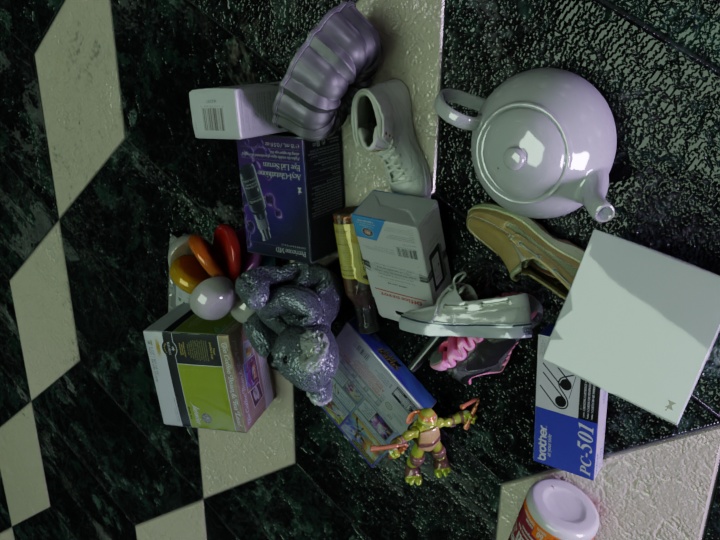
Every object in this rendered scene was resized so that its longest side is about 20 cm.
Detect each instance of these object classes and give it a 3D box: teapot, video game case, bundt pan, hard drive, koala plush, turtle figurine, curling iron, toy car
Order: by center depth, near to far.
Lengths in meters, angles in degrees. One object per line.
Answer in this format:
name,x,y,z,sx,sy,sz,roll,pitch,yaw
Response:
teapot,0.209,-0.153,0.842,0.197,0.145,0.202,-10,101,39
bundt pan,-0.037,-0.268,0.959,0.075,0.202,0.204,34,125,4
curling iron,0.130,0.069,1.015,0.049,0.026,0.202,26,108,-21
turtle figurine,0.097,0.272,1.086,0.065,0.196,0.164,47,150,44
koala plush,-0.091,0.105,1.102,0.179,0.179,0.203,90,161,-51
video game case,0.010,0.212,1.187,0.200,0.045,0.182,47,126,14
toy car,-0.231,-0.010,1.204,0.151,0.198,0.176,-54,52,19
hard drive,-0.335,0.036,1.386,0.138,0.038,0.204,24,120,28

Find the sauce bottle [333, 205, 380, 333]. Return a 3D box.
sauce bottle,0.000,0.000,1.108,0.065,0.066,0.205,2,110,36

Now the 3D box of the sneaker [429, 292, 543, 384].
sneaker,0.197,0.108,1.006,0.095,0.080,0.199,41,127,-17

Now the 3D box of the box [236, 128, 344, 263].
box,-0.111,-0.128,1.116,0.145,0.104,0.205,9,111,33

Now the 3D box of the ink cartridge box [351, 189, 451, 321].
ink cartridge box,0.068,-0.013,1.024,0.114,0.068,0.203,14,137,32

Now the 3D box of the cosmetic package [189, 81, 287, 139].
cosmetic package,-0.153,-0.249,1.041,0.100,0.199,0.076,9,112,32

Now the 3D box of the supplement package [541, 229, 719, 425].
supplement package,0.322,0.056,0.775,0.150,0.199,0.154,25,101,26

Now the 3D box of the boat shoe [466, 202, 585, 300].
boat shoe,0.219,-0.022,0.914,0.198,0.077,0.072,29,157,26

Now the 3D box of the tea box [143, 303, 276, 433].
tea box,-0.285,0.183,1.310,0.192,0.134,0.205,2,111,21

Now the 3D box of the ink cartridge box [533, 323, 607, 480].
ink cartridge box,0.298,0.186,0.963,0.092,0.044,0.205,10,112,35

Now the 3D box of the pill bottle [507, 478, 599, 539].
pill bottle,0.275,0.424,1.026,0.108,0.109,0.204,27,120,26

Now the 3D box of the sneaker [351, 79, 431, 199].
sneaker,0.038,-0.167,0.985,0.072,0.115,0.205,-8,103,36

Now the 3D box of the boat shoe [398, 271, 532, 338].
boat shoe,0.140,0.046,0.938,0.199,0.074,0.089,-2,88,39
